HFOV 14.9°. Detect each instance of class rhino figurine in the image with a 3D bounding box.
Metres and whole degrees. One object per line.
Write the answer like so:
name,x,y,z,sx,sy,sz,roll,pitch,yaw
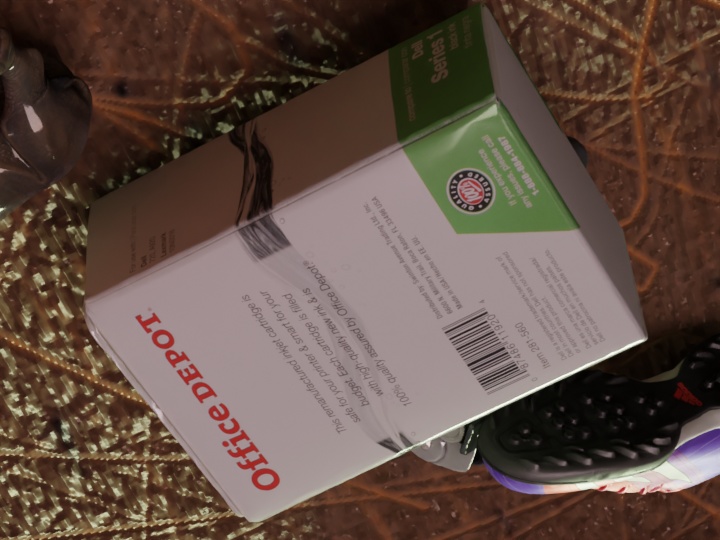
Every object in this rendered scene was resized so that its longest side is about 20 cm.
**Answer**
rhino figurine,-0.191,-0.026,1.126,0.200,0.060,0.087,-40,144,17

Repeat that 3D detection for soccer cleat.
soccer cleat,0.135,0.084,1.337,0.199,0.068,0.073,-15,137,-37

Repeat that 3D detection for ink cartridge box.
ink cartridge box,0.000,0.000,1.178,0.199,0.085,0.146,-25,124,14

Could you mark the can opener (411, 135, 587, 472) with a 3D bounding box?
can opener,0.059,0.010,1.283,0.066,0.053,0.201,-34,149,-45
